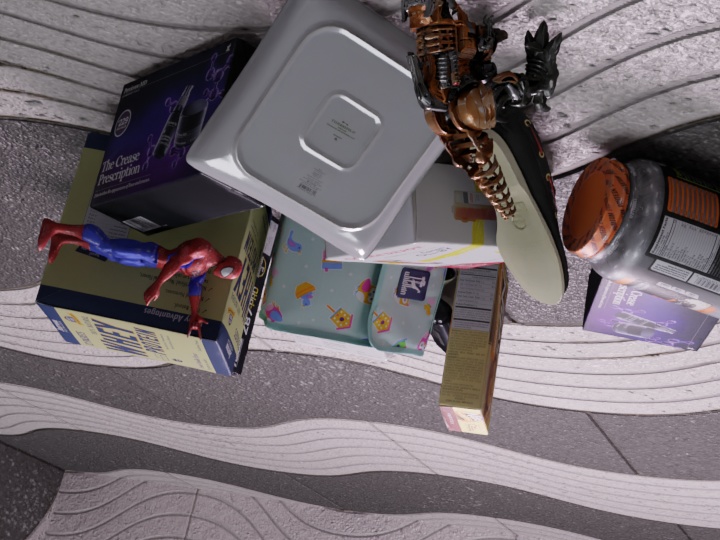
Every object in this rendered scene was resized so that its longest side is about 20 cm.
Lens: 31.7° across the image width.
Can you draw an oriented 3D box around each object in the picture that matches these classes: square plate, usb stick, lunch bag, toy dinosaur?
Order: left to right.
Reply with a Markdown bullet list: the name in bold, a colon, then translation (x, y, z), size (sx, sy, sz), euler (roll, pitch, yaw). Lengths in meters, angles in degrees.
- **square plate**: translation (-0.017, -0.124, 1.098), size (0.200, 0.198, 0.028), euler (29, -164, -25)
- **lunch bag**: translation (0.000, 0.000, 1.419), size (0.199, 0.171, 0.122), euler (13, -178, -8)
- **usb stick**: translation (0.105, 0.071, 1.621), size (0.055, 0.033, 0.200), euler (42, 175, 19)
- **toy dinosaur**: translation (0.086, -0.144, 1.029), size (0.102, 0.136, 0.201), euler (18, 123, 33)

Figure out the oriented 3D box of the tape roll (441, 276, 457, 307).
- **tape roll**: translation (0.058, 0.036, 1.694), size (0.202, 0.037, 0.203), euler (12, 160, 5)

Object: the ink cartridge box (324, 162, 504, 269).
- **ink cartridge box**: translation (0.079, -0.053, 1.283), size (0.199, 0.084, 0.145), euler (3, 171, -39)

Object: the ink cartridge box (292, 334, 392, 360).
- **ink cartridge box**: translation (-0.048, 0.023, 1.646), size (0.160, 0.050, 0.200), euler (9, 135, 37)

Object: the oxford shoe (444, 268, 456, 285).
- **oxford shoe**: translation (0.025, -0.020, 1.518), size (0.199, 0.071, 0.074), euler (12, 166, -30)

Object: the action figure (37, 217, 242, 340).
- **action figure**: translation (-0.218, 0.009, 1.253), size (0.199, 0.099, 0.065), euler (5, 165, 3)

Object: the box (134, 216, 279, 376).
- **box**: translation (-0.196, 0.017, 1.548), size (0.161, 0.201, 0.049), euler (8, 167, 29)

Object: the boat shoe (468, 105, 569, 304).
- **boat shoe**: translation (0.160, -0.060, 1.203), size (0.074, 0.063, 0.202), euler (4, 126, 47)

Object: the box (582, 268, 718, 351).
- **box**: translation (0.331, 0.015, 1.409), size (0.141, 0.079, 0.200), euler (8, 160, 6)

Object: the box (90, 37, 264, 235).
- **box**: translation (-0.164, -0.125, 1.222), size (0.079, 0.142, 0.200), euler (29, 155, -35)

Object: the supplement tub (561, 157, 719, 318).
- **supplement tub**: translation (0.304, -0.033, 1.226), size (0.199, 0.123, 0.123), euler (19, 160, -14)

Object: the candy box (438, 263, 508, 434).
- **candy box**: translation (0.139, 0.087, 1.536), size (0.055, 0.201, 0.116), euler (5, 159, 12)

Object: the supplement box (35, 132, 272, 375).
- **supplement box**: translation (-0.216, -0.016, 1.371), size (0.199, 0.201, 0.134), euler (11, 160, 5)
